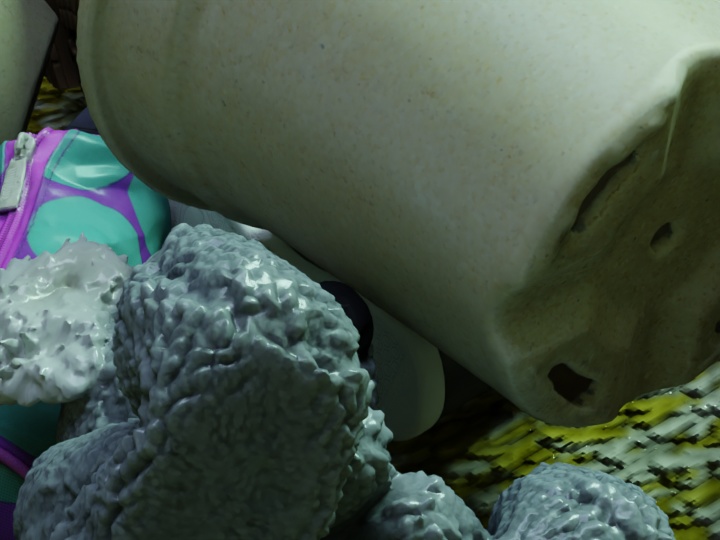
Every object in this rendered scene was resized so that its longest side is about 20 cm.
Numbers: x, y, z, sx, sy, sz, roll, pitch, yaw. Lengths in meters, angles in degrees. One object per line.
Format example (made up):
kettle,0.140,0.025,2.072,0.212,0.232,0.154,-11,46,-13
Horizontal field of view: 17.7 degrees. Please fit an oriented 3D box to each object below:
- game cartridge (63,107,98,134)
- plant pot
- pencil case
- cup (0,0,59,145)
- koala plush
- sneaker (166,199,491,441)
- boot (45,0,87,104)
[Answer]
game cartridge,-0.022,-0.061,0.999,0.199,0.039,0.130,8,31,23
plant pot,0.043,-0.056,0.731,0.200,0.201,0.183,-26,49,-27
pencil case,-0.124,0.031,0.812,0.085,0.093,0.200,-11,33,14
cup,-0.205,-0.078,0.940,0.143,0.201,0.201,18,32,-7
koala plush,-0.042,0.068,0.678,0.184,0.177,0.200,-51,27,11
sneaker,0.000,0.000,0.871,0.099,0.071,0.200,-16,29,-33
boot,-0.078,-0.108,0.987,0.107,0.075,0.200,-17,27,-14
